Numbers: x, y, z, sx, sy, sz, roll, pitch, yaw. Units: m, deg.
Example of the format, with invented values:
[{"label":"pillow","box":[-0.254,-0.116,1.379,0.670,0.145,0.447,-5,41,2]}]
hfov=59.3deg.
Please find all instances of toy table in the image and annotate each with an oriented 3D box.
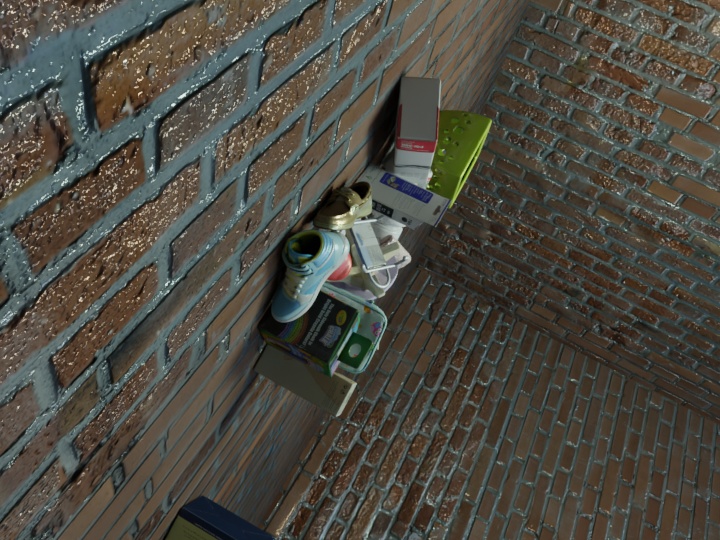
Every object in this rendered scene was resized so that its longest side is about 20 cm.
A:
[{"label":"toy table","box":[0.000,0.000,1.465,0.200,0.184,0.117,-35,164,-16]}]

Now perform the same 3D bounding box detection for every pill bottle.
[{"label":"pill bottle","box":[0.091,-0.182,1.600,0.200,0.114,0.114,-66,171,22]}]

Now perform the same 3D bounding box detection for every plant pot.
[{"label":"plant pot","box":[0.216,-0.319,1.696,0.200,0.181,0.199,-59,171,-17]}]

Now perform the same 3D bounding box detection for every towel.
[{"label":"towel","box":[0.031,-0.009,1.645,0.191,0.032,0.200,-33,160,7]}]

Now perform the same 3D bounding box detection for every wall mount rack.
[{"label":"wall mount rack","box":[0.017,-0.061,1.345,0.174,0.200,0.075,-12,167,-48]}]

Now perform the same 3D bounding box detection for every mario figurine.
[{"label":"mario figurine","box":[-0.073,-0.038,1.280,0.200,0.106,0.124,-89,170,-85]}]

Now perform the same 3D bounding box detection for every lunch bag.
[{"label":"lunch bag","box":[-0.047,0.118,1.362,0.077,0.200,0.160,116,0,-86]}]

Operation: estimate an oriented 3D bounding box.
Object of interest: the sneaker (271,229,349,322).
[{"label":"sneaker","box":[-0.115,0.005,1.110,0.200,0.080,0.131,-54,158,8]}]

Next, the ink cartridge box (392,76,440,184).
[{"label":"ink cartridge box","box":[0.115,-0.292,1.343,0.200,0.083,0.147,92,3,-72]}]

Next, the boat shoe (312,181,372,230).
[{"label":"boat shoe","box":[-0.033,-0.127,1.204,0.200,0.074,0.066,-43,144,-62]}]

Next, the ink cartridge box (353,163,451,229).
[{"label":"ink cartridge box","box":[0.085,-0.152,1.353,0.099,0.200,0.039,-55,166,-39]}]

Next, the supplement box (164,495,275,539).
[{"label":"supplement box","box":[-0.326,0.632,1.354,0.200,0.200,0.134,-62,171,-6]}]

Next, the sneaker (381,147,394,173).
[{"label":"sneaker","box":[0.090,-0.272,1.494,0.075,0.088,0.200,37,52,-42]}]

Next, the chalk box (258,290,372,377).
[{"label":"chalk box","box":[-0.077,0.121,1.233,0.125,0.200,0.124,-59,171,-18]}]

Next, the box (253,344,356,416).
[{"label":"box","box":[-0.115,0.225,1.338,0.078,0.200,0.095,-61,172,-6]}]
